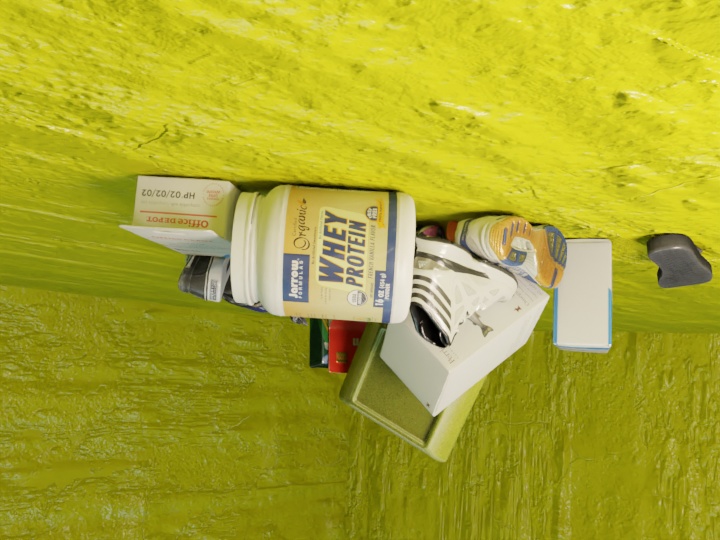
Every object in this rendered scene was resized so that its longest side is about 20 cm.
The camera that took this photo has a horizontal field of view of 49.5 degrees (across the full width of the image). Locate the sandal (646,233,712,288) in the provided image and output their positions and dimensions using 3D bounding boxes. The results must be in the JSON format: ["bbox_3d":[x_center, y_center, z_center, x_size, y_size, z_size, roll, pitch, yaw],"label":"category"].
[{"bbox_3d":[0.447,-0.018,1.091,0.074,0.044,0.200,-8,159,25],"label":"sandal"}]

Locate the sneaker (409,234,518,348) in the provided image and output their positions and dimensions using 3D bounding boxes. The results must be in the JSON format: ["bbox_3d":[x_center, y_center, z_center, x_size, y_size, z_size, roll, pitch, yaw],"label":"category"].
[{"bbox_3d":[0.116,0.039,0.948,0.075,0.118,0.199,12,174,42],"label":"sneaker"}]

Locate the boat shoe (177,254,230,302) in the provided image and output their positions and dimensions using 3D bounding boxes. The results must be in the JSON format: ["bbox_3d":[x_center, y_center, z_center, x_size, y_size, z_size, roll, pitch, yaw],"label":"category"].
[{"bbox_3d":[-0.213,-0.016,1.086,0.066,0.075,0.201,8,-152,-5],"label":"boat shoe"}]

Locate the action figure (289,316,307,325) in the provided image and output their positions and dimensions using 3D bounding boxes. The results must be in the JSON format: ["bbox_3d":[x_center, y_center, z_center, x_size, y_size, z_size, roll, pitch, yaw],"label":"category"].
[{"bbox_3d":[-0.096,-0.005,1.082,0.101,0.120,0.200,-36,-151,-6],"label":"action figure"}]

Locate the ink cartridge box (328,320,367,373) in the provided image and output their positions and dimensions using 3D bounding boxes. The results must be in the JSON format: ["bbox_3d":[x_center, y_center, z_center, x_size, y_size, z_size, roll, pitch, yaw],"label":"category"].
[{"bbox_3d":[0.025,0.062,1.252,0.159,0.206,0.050,8,163,-29],"label":"ink cartridge box"}]

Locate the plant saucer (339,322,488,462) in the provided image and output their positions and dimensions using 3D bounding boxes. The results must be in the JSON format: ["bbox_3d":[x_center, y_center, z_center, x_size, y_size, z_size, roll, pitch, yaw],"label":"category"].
[{"bbox_3d":[0.071,0.165,1.157,0.197,0.204,0.048,28,-158,16],"label":"plant saucer"}]

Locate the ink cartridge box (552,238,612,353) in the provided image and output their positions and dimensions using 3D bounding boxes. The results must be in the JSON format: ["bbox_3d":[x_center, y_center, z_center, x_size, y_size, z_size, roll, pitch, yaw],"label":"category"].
[{"bbox_3d":[0.333,0.044,1.165,0.084,0.151,0.200,0,172,16],"label":"ink cartridge box"}]

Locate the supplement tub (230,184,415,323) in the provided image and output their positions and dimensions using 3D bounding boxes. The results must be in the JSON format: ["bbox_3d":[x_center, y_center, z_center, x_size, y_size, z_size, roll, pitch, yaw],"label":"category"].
[{"bbox_3d":[-0.040,-0.019,0.878,0.194,0.149,0.144,3,173,0],"label":"supplement tub"}]

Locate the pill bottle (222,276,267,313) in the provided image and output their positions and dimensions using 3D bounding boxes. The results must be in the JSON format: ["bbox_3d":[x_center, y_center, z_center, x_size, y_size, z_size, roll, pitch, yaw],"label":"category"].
[{"bbox_3d":[-0.180,0.007,1.292,0.109,0.115,0.200,2,173,10],"label":"pill bottle"}]

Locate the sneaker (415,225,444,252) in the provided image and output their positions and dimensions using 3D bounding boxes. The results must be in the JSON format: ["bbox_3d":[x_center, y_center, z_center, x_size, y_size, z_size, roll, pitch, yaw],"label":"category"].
[{"bbox_3d":[0.077,-0.017,1.110,0.084,0.083,0.200,4,172,14],"label":"sneaker"}]

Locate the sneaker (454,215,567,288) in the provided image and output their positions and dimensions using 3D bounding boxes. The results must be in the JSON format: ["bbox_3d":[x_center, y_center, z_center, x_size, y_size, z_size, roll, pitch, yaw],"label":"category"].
[{"bbox_3d":[0.198,-0.032,1.013,0.087,0.077,0.198,11,171,42],"label":"sneaker"}]

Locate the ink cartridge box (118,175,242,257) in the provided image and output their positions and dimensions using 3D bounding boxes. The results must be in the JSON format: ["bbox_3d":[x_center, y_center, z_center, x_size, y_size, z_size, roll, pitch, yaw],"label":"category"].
[{"bbox_3d":[-0.192,-0.063,0.924,0.112,0.070,0.200,4,174,8],"label":"ink cartridge box"}]

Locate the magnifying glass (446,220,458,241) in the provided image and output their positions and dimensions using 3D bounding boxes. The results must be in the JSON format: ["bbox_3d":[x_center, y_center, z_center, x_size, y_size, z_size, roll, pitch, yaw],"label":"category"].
[{"bbox_3d":[0.135,-0.022,1.108,0.022,0.082,0.200,6,163,9],"label":"magnifying glass"}]

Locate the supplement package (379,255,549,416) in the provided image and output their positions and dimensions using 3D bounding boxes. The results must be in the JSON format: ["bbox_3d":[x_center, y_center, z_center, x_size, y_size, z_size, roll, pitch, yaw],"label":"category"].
[{"bbox_3d":[0.139,0.077,1.061,0.198,0.117,0.119,-32,154,-29],"label":"supplement package"}]

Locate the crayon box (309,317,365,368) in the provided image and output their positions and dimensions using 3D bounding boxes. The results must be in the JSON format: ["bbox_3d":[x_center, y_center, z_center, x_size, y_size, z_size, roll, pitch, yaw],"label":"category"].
[{"bbox_3d":[-0.020,0.058,1.286,0.123,0.206,0.051,7,163,-30],"label":"crayon box"}]
